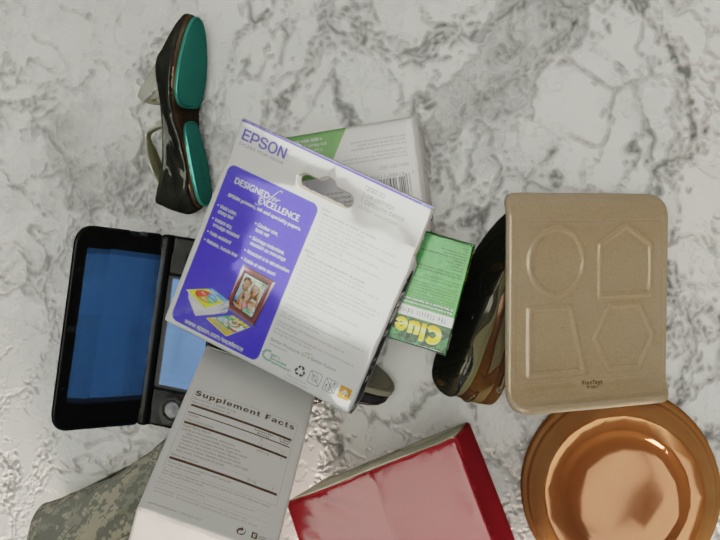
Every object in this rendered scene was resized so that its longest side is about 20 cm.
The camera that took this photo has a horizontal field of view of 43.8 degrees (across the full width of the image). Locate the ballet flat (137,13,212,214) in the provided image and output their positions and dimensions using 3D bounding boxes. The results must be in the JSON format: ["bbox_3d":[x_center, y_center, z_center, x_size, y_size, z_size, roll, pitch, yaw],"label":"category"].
[{"bbox_3d":[-0.195,-0.161,0.926,0.067,0.068,0.205,-1,91,17],"label":"ballet flat"}]

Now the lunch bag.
[{"bbox_3d":[-0.236,0.280,0.901,0.197,0.139,0.170,-27,58,14],"label":"lunch bag"}]

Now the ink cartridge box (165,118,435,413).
[{"bbox_3d":[-0.054,-0.005,0.813,0.195,0.043,0.204,25,100,7],"label":"ink cartridge box"}]

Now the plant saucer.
[{"bbox_3d":[0.258,0.219,0.885,0.195,0.037,0.206,0,92,7],"label":"plant saucer"}]

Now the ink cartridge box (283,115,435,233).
[{"bbox_3d":[0.002,-0.037,0.890,0.142,0.084,0.205,-7,92,9],"label":"ink cartridge box"}]

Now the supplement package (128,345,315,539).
[{"bbox_3d":[-0.124,0.191,0.807,0.117,0.202,0.123,19,124,-4],"label":"supplement package"}]

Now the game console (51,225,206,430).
[{"bbox_3d":[-0.199,0.068,0.905,0.167,0.118,0.205,9,93,8],"label":"game console"}]

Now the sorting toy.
[{"bbox_3d":[0.215,0.028,0.858,0.181,0.036,0.205,-1,89,-21],"label":"sorting toy"}]

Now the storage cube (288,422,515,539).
[{"bbox_3d":[0.053,0.263,0.839,0.168,0.200,0.183,-22,82,9],"label":"storage cube"}]

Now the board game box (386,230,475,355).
[{"bbox_3d":[0.000,0.000,0.837,0.196,0.023,0.107,17,94,8],"label":"board game box"}]

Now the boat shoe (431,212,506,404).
[{"bbox_3d":[0.139,0.037,0.886,0.073,0.075,0.203,26,86,-21],"label":"boat shoe"}]

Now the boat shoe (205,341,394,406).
[{"bbox_3d":[-0.064,0.106,0.910,0.196,0.073,0.064,17,110,-6],"label":"boat shoe"}]
